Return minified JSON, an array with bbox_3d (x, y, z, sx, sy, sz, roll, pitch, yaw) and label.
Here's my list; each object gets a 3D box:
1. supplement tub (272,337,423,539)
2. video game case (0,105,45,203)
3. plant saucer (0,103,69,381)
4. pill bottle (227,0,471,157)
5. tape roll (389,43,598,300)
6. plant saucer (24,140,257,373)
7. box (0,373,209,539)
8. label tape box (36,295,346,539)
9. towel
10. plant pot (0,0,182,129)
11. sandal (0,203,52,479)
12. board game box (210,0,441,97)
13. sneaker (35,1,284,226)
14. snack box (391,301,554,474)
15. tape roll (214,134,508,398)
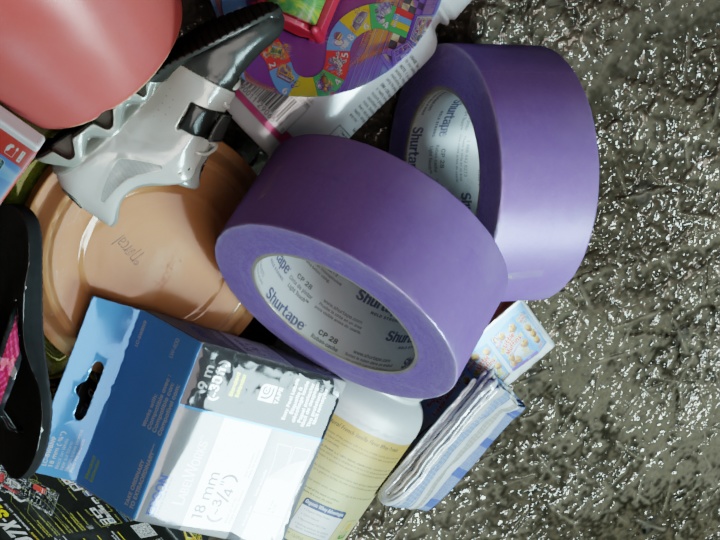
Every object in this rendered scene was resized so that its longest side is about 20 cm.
[{"bbox_3d":[-0.036,0.135,1.284,0.144,0.144,0.201,28,102,-32],"label":"supplement tub"},{"bbox_3d":[-0.327,-0.064,1.056,0.143,0.017,0.200,36,123,-14],"label":"video game case"},{"bbox_3d":[-0.229,-0.027,1.150,0.200,0.048,0.200,-43,117,-4],"label":"plant saucer"},{"bbox_3d":[-0.014,-0.174,1.155,0.200,0.113,0.113,-44,124,2],"label":"pill bottle"},{"bbox_3d":[0.100,-0.076,1.195,0.084,0.200,0.202,-1,116,-22],"label":"tape roll"},{"bbox_3d":[-0.157,-0.012,1.140,0.199,0.032,0.202,-6,108,-20],"label":"plant saucer"},{"bbox_3d":[-0.236,0.175,1.225,0.159,0.050,0.201,-13,128,27],"label":"box"},{"bbox_3d":[-0.128,0.118,1.139,0.199,0.063,0.145,18,97,-34],"label":"label tape box"},{"bbox_3d":[0.085,0.157,1.349,0.147,0.024,0.200,-49,163,0],"label":"towel"},{"bbox_3d":[-0.222,-0.203,1.011,0.200,0.201,0.178,-39,133,-1],"label":"plant pot"},{"bbox_3d":[-0.260,0.053,1.094,0.045,0.075,0.202,-11,106,-46],"label":"sandal"},{"bbox_3d":[-0.039,-0.226,1.085,0.157,0.039,0.201,-23,80,6],"label":"board game box"},{"bbox_3d":[-0.124,-0.109,1.071,0.199,0.074,0.089,-36,110,6],"label":"sneaker"},{"bbox_3d":[0.084,0.106,1.396,0.200,0.024,0.072,-40,123,-1],"label":"snack box"},{"bbox_3d":[0.000,0.000,1.094,0.200,0.199,0.085,49,60,-34],"label":"tape roll"}]
